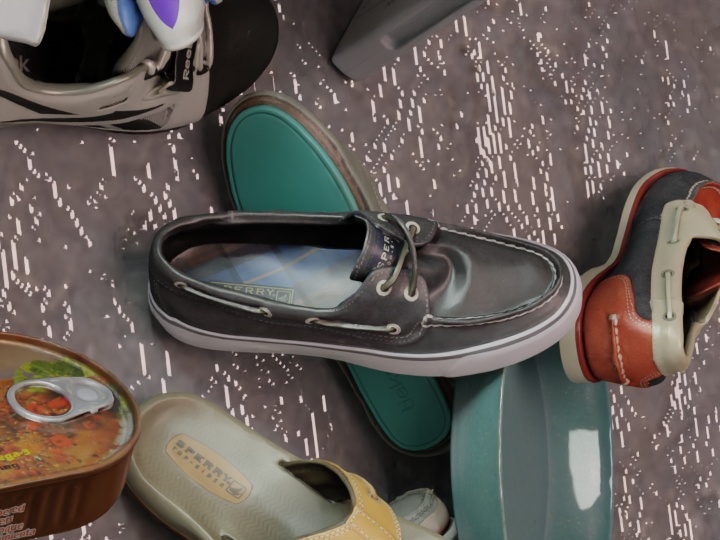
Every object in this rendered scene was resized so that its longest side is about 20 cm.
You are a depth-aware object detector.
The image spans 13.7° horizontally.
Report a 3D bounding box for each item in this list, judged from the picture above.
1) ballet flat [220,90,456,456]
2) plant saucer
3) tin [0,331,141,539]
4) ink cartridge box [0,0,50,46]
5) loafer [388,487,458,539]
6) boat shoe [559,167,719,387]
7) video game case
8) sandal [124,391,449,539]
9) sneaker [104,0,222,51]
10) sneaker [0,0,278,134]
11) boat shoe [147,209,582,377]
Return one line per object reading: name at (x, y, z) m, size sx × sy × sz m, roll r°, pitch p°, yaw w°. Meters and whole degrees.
ballet flat at (-0.004, -0.004, 1.433) m, size 0.201 × 0.067 × 0.064 m, roll 61°, pitch 27°, yaw -15°
plant saucer at (0.081, 0.092, 1.447) m, size 0.200 × 0.036 × 0.201 m, roll -3°, pitch 90°, yaw -71°
tin at (-0.185, 0.074, 1.244) m, size 0.199 × 0.112 × 0.042 m, roll -9°, pitch 130°, yaw -38°
ink cartridge box at (-0.240, -0.157, 1.172) m, size 0.199 × 0.175 × 0.084 m, roll 7°, pitch 100°, yaw -35°
loafer at (-0.037, 0.145, 1.374) m, size 0.200 × 0.072 × 0.063 m, roll -33°, pitch 97°, yaw -33°
boat shoe at (0.158, 0.002, 1.511) m, size 0.200 × 0.062 × 0.071 m, roll -47°, pitch 127°, yaw -58°
video game case at (0.073, -0.197, 1.434) m, size 0.024 × 0.182 × 0.200 m, roll 35°, pitch 63°, yaw -15°
sandal at (-0.023, 0.112, 1.334) m, size 0.200 × 0.054 × 0.080 m, roll 33°, pitch 56°, yaw 12°
sneaker at (-0.088, -0.165, 1.231) m, size 0.080 × 0.200 × 0.147 m, roll -15°, pitch 91°, yaw 5°
sneaker at (-0.102, -0.099, 1.344) m, size 0.199 × 0.088 × 0.074 m, roll -13°, pitch 92°, yaw -40°
boat shoe at (0.000, 0.000, 1.352) m, size 0.199 × 0.066 × 0.070 m, roll 5°, pitch 63°, yaw 7°
